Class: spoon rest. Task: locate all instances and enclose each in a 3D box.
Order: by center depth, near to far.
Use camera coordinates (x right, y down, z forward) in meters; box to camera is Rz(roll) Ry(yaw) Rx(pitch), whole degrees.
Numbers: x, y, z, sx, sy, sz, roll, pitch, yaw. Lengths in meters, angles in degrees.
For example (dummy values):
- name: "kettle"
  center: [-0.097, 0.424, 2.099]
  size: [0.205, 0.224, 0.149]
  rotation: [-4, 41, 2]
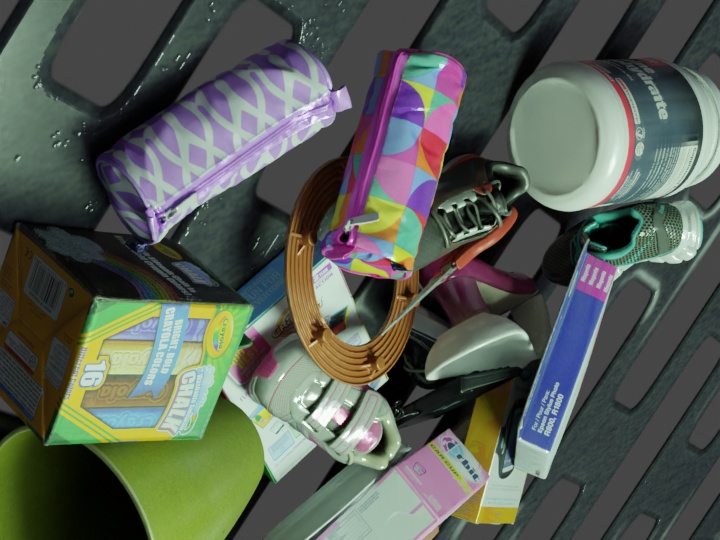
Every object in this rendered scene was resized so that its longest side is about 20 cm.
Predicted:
- name: "spoon rest"
  center: [0.131, 0.070, 1.450]
  size: [0.099, 0.061, 0.199]
  rotation: [-34, 171, 31]

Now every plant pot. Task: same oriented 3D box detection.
- name: "plant pot"
  center: [-0.174, 0.180, 1.267]
  size: [0.200, 0.186, 0.189]
  rotation: [-27, 137, -52]

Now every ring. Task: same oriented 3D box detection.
- name: "ring"
  center: [0.000, 0.000, 1.341]
  size: [0.200, 0.019, 0.203]
  rotation: [4, 85, -54]

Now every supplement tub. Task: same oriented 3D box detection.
- name: "supplement tub"
  center: [0.251, -0.135, 1.486]
  size: [0.199, 0.140, 0.141]
  rotation: [-9, 124, -42]

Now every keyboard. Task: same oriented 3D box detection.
- name: "keyboard"
  center: [0.065, 0.130, 1.490]
  size: [0.126, 0.021, 0.200]
  rotation: [-14, 168, -26]

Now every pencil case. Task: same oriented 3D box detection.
- name: "pencil case"
  center: [-0.109, -0.100, 1.178]
  size: [0.200, 0.085, 0.084]
  rotation: [-38, 130, -21]
- name: "pencil case"
  center: [0.028, -0.089, 1.283]
  size: [0.088, 0.088, 0.202]
  rotation: [35, 66, -52]

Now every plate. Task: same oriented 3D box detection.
- name: "plate"
  center: [-0.048, 0.245, 1.487]
  size: [0.200, 0.032, 0.200]
  rotation: [-38, 170, -21]

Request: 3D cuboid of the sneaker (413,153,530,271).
- name: "sneaker"
  center: [0.088, -0.058, 1.382]
  size: [0.200, 0.081, 0.078]
  rotation: [-41, 121, -45]

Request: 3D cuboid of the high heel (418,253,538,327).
- name: "high heel"
  center: [0.115, 0.002, 1.533]
  size: [0.067, 0.096, 0.199]
  rotation: [-33, 171, 31]

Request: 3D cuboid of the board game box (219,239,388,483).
- name: "board game box"
  center: [-0.063, 0.083, 1.399]
  size: [0.153, 0.040, 0.201]
  rotation: [-41, 140, -17]

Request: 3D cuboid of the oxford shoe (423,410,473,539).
- name: "oxford shoe"
  center: [0.083, 0.219, 1.634]
  size: [0.200, 0.071, 0.074]
  rotation: [-51, 137, -6]

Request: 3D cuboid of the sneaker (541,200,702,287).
- name: "sneaker"
  center: [0.246, -0.032, 1.549]
  size: [0.091, 0.199, 0.078]
  rotation: [6, 71, -38]

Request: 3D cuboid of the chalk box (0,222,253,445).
- name: "chalk box"
  center: [-0.176, 0.051, 1.189]
  size: [0.199, 0.125, 0.125]
  rotation: [6, 113, -47]

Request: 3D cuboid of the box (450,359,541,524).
- name: "box"
  center: [0.149, 0.160, 1.578]
  size: [0.119, 0.041, 0.202]
  rotation: [21, 82, -64]

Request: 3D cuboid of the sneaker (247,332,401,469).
- name: "sneaker"
  center: [-0.022, 0.120, 1.365]
  size: [0.082, 0.088, 0.200]
  rotation: [-55, 142, 1]

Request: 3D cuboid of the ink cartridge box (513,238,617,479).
- name: "ink cartridge box"
  center: [0.201, 0.092, 1.498]
  size: [0.200, 0.043, 0.198]
  rotation: [78, 33, -73]

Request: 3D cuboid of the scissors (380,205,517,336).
- name: "scissors"
  center: [0.083, -0.004, 1.387]
  size: [0.014, 0.073, 0.200]
  rotation: [60, 39, -15]

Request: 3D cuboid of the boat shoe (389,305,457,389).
- name: "boat shoe"
  center: [0.074, 0.086, 1.529]
  size: [0.068, 0.072, 0.200]
  rotation: [-55, 149, -1]

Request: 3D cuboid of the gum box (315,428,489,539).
- name: "gum box"
  center: [0.021, 0.251, 1.487]
  size: [0.200, 0.066, 0.113]
  rotation: [-46, 169, 31]
